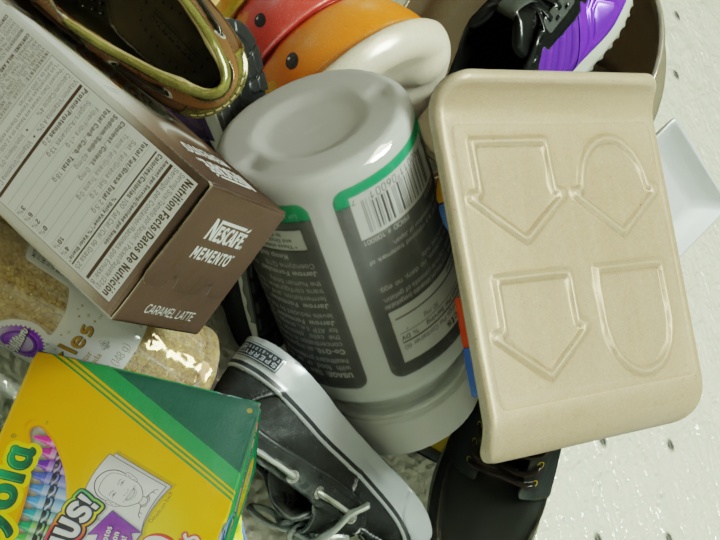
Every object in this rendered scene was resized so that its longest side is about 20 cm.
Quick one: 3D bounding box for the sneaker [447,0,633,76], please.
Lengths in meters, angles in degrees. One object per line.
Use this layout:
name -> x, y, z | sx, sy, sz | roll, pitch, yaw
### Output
sneaker -> 0.116, -0.161, 1.019 | 0.201, 0.069, 0.100 | -59, 154, -7

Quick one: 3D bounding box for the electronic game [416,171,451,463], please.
electronic game -> 0.084, 0.030, 1.019 | 0.198, 0.042, 0.203 | 0, 90, -24

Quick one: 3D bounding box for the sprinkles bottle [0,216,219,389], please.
sprinkles bottle -> -0.164, 0.011, 0.792 | 0.199, 0.068, 0.069 | 35, 45, -30

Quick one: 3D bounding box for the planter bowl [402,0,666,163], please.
planter bowl -> 0.133, -0.133, 1.136 | 0.135, 0.198, 0.203 | 45, 34, -61

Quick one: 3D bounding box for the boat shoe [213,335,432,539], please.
boat shoe -> -0.025, 0.120, 0.874 | 0.068, 0.073, 0.200 | -53, 140, -17

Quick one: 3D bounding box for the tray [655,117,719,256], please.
tray -> 0.170, -0.010, 1.105 | 0.107, 0.200, 0.022 | 46, -2, -40

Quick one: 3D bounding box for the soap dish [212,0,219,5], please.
soap dish -> -0.145, -0.217, 0.834 | 0.199, 0.081, 0.158 | 38, 49, -9

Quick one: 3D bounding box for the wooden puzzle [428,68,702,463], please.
wooden puzzle -> 0.109, -0.006, 0.858 | 0.184, 0.046, 0.203 | -5, 88, -42

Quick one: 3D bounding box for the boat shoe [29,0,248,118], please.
boat shoe -> -0.131, -0.152, 0.732 | 0.199, 0.072, 0.068 | 37, 2, -8

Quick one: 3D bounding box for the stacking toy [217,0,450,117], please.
stacking toy -> -0.050, -0.165, 1.010 | 0.201, 0.146, 0.145 | 50, 36, 17

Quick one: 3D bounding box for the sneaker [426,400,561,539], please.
sneaker -> 0.086, 0.105, 0.940 | 0.106, 0.074, 0.202 | 54, 54, -80

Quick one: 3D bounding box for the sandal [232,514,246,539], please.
sandal -> -0.090, 0.197, 0.776 | 0.088, 0.078, 0.202 | 77, 11, -48

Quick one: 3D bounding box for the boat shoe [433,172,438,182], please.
boat shoe -> 0.080, -0.032, 0.969 | 0.197, 0.076, 0.074 | 3, 45, -6

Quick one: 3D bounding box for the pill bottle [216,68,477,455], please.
pill bottle -> 0.000, 0.000, 0.874 | 0.114, 0.112, 0.202 | -64, 145, -46

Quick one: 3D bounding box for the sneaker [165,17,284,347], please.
sneaker -> -0.091, -0.047, 0.916 | 0.076, 0.087, 0.202 | -41, 125, -57

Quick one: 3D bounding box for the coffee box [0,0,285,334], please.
coffee box -> -0.145, -0.065, 0.758 | 0.200, 0.080, 0.114 | 41, 6, 14

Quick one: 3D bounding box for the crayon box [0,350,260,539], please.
crayon box -> -0.127, 0.142, 0.720 | 0.117, 0.059, 0.201 | 13, 49, 3
